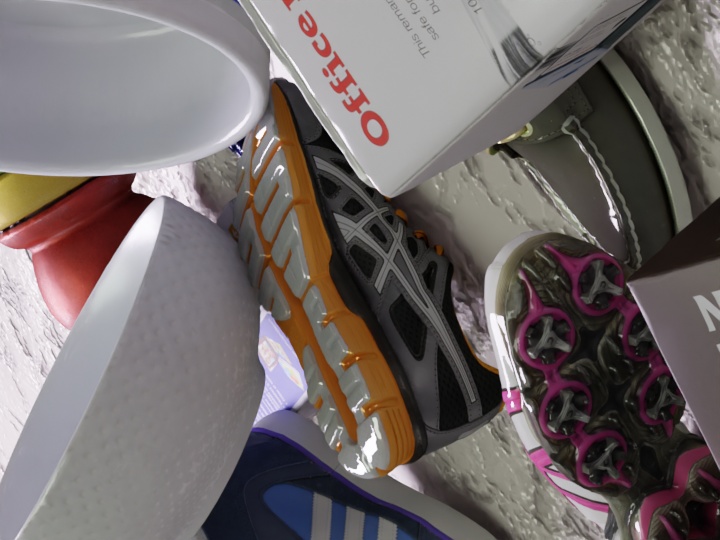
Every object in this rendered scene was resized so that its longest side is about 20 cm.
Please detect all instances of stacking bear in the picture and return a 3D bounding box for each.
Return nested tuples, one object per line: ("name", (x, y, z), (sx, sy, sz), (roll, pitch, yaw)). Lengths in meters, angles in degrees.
("stacking bear", (-0.161, -0.059, 1.463), (0.200, 0.114, 0.121), (59, 156, -5))

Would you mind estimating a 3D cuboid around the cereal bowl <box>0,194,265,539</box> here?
("cereal bowl", (-0.101, 0.069, 1.347), (0.083, 0.200, 0.200), (25, 158, -11))

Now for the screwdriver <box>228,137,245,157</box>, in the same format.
("screwdriver", (-0.073, -0.080, 1.379), (0.200, 0.028, 0.029), (46, -178, 28))

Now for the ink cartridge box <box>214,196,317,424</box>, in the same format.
("ink cartridge box", (-0.052, 0.032, 1.455), (0.095, 0.037, 0.200), (54, 153, 8))

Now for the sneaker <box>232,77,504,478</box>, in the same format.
("sneaker", (0.000, 0.000, 1.283), (0.078, 0.077, 0.200), (117, 136, -57))

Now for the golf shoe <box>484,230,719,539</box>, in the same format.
("golf shoe", (0.089, 0.054, 1.130), (0.092, 0.073, 0.200), (31, 160, 47))

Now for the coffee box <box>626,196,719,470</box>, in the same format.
("coffee box", (0.189, 0.062, 0.955), (0.114, 0.080, 0.200), (-18, 104, 45))

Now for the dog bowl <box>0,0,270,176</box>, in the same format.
("dog bowl", (-0.138, -0.113, 1.250), (0.200, 0.200, 0.079), (131, 143, -65))

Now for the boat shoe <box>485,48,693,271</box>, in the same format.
("boat shoe", (0.055, -0.080, 1.094), (0.202, 0.060, 0.072), (58, 156, 0))

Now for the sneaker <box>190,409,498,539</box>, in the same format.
("sneaker", (-0.020, 0.169, 1.390), (0.200, 0.146, 0.081), (34, 151, 21))

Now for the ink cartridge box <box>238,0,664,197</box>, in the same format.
("ink cartridge box", (0.042, -0.140, 0.962), (0.147, 0.086, 0.200), (56, 140, 6))
